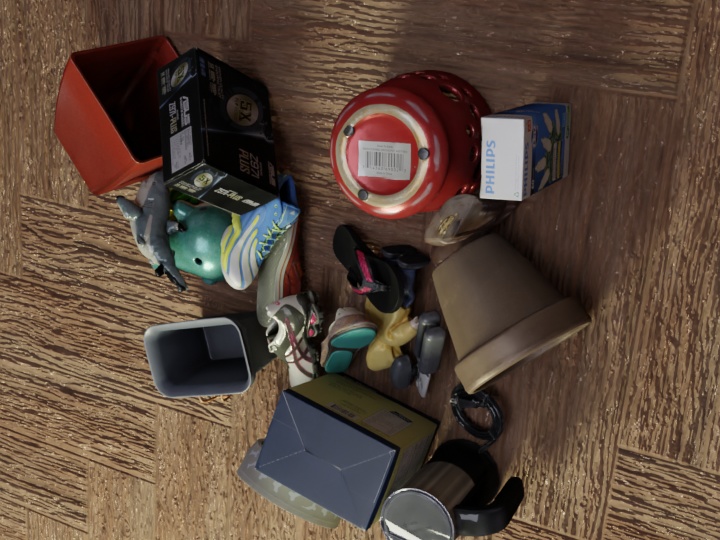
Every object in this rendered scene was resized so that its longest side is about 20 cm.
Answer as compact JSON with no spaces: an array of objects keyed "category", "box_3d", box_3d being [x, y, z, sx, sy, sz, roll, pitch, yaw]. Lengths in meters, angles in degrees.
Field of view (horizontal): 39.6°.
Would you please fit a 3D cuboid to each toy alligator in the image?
[{"category":"toy alligator","box_3d":[-0.301,-0.110,1.686,0.199,0.059,0.054,-18,137,28]}]

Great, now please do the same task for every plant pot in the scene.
[{"category":"plant pot","box_3d":[0.068,-0.176,1.394,0.200,0.182,0.201,6,104,26]},{"category":"plant pot","box_3d":[0.191,0.048,1.387,0.200,0.200,0.175,-37,75,30]},{"category":"plant pot","box_3d":[-0.378,-0.233,1.618,0.176,0.200,0.200,-36,85,41]}]

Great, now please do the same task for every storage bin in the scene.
[{"category":"storage bin","box_3d":[-0.232,0.136,1.663,0.199,0.134,0.146,-8,100,30]}]

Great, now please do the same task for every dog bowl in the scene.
[{"category":"dog bowl","box_3d":[-0.104,0.340,1.622,0.200,0.200,0.059,28,90,19]}]

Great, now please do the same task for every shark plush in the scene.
[{"category":"shark plush","box_3d":[-0.318,-0.062,1.582,0.083,0.091,0.200,-25,59,4]}]

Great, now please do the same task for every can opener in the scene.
[{"category":"can opener","box_3d":[0.082,0.130,1.484,0.200,0.067,0.053,93,164,-58]}]

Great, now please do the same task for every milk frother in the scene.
[{"category":"milk frother","box_3d":[0.130,0.293,1.480,0.180,0.188,0.201,-23,92,30]}]

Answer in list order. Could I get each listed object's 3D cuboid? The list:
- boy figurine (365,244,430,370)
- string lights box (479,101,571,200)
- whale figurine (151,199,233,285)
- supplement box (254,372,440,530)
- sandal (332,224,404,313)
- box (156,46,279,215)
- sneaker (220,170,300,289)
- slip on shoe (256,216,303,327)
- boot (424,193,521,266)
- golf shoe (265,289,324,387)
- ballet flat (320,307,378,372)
[{"category":"boy figurine","box_3d":[0.054,0.067,1.526,0.124,0.064,0.201,32,121,46]},{"category":"string lights box","box_3d":[0.217,-0.159,1.305,0.059,0.200,0.103,7,107,26]},{"category":"whale figurine","box_3d":[-0.277,-0.036,1.641,0.199,0.104,0.160,-6,120,21]},{"category":"supplement box","box_3d":[-0.015,0.267,1.532,0.200,0.200,0.135,25,103,20]},{"category":"sandal","box_3d":[0.000,0.000,1.504,0.200,0.045,0.075,46,128,43]},{"category":"box","box_3d":[-0.214,-0.206,1.504,0.086,0.164,0.201,-22,63,31]},{"category":"sneaker","box_3d":[-0.153,-0.068,1.557,0.105,0.076,0.201,2,78,45]},{"category":"slip on shoe","box_3d":[-0.123,-0.007,1.615,0.074,0.061,0.201,10,96,48]},{"category":"boot","box_3d":[0.126,-0.051,1.381,0.064,0.200,0.186,48,119,9]},{"category":"golf shoe","box_3d":[-0.110,0.116,1.598,0.077,0.088,0.201,-115,24,-50]},{"category":"ballet flat","box_3d":[-0.025,0.096,1.544,0.200,0.068,0.067,129,142,-58]}]
